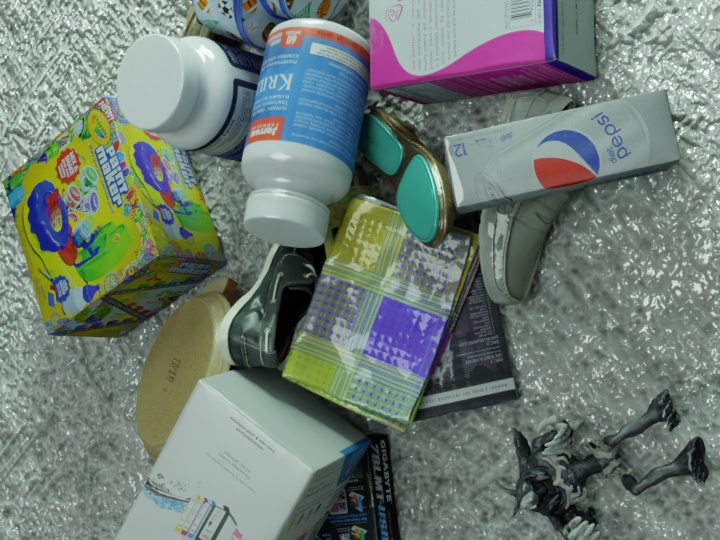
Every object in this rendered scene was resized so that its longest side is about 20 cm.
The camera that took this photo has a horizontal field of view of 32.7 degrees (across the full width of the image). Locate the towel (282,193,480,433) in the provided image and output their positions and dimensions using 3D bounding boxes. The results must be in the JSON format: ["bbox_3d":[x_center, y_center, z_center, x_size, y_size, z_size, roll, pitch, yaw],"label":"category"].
[{"bbox_3d":[0.021,0.036,1.177,0.142,0.023,0.203,22,83,10],"label":"towel"}]

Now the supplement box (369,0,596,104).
[{"bbox_3d":[0.114,-0.225,1.159,0.197,0.103,0.103,-3,86,33],"label":"supplement box"}]

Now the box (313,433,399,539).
[{"bbox_3d":[-0.052,0.280,1.270,0.197,0.049,0.202,-13,80,33],"label":"box"}]

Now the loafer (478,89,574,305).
[{"bbox_3d":[0.157,-0.067,1.138,0.069,0.069,0.204,8,91,43],"label":"loafer"}]

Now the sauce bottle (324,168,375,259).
[{"bbox_3d":[0.000,0.000,1.247,0.064,0.064,0.204,-19,78,32],"label":"sauce bottle"}]

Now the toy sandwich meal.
[{"bbox_3d":[-0.170,0.112,1.308,0.204,0.070,0.208,-36,43,41],"label":"toy sandwich meal"}]

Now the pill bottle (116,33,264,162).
[{"bbox_3d":[-0.152,-0.179,1.280,0.114,0.199,0.118,-3,84,34],"label":"pill bottle"}]

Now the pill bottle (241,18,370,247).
[{"bbox_3d":[-0.055,-0.131,1.197,0.111,0.112,0.203,-2,69,34],"label":"pill bottle"}]

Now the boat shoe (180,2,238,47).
[{"bbox_3d":[-0.167,-0.281,1.375,0.064,0.071,0.202,37,108,30],"label":"boat shoe"}]

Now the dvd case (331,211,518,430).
[{"bbox_3d":[0.061,0.041,1.190,0.146,0.016,0.204,-12,78,5],"label":"dvd case"}]

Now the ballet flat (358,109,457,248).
[{"bbox_3d":[0.060,-0.089,1.186,0.201,0.071,0.069,55,128,48],"label":"ballet flat"}]

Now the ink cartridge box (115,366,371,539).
[{"bbox_3d":[-0.114,0.218,1.188,0.144,0.147,0.202,34,105,16],"label":"ink cartridge box"}]

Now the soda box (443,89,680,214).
[{"bbox_3d":[0.174,-0.102,1.076,0.196,0.068,0.065,-12,86,4],"label":"soda box"}]

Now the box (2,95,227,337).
[{"bbox_3d":[-0.284,-0.056,1.411,0.191,0.121,0.203,-32,70,27],"label":"box"}]

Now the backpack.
[{"bbox_3d":[-0.086,-0.324,1.266,0.153,0.198,0.193,34,118,32],"label":"backpack"}]

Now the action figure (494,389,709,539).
[{"bbox_3d":[0.196,0.177,1.076,0.198,0.102,0.120,-29,83,28],"label":"action figure"}]

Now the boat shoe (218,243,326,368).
[{"bbox_3d":[-0.068,0.022,1.238,0.067,0.201,0.073,1,131,30],"label":"boat shoe"}]
